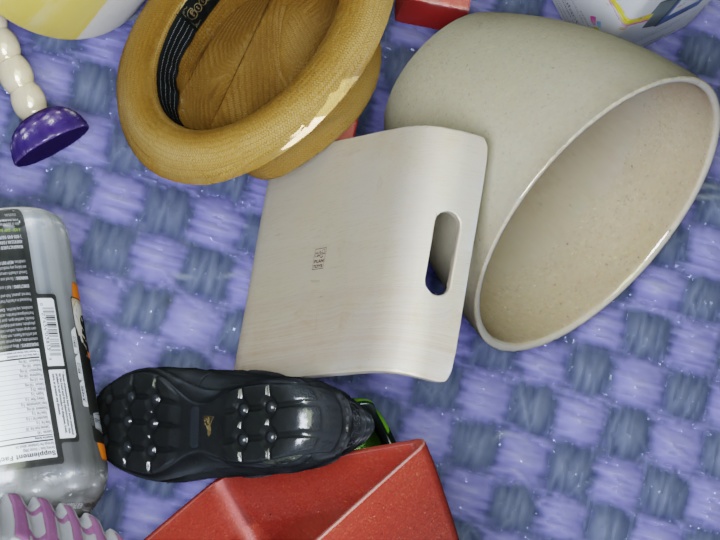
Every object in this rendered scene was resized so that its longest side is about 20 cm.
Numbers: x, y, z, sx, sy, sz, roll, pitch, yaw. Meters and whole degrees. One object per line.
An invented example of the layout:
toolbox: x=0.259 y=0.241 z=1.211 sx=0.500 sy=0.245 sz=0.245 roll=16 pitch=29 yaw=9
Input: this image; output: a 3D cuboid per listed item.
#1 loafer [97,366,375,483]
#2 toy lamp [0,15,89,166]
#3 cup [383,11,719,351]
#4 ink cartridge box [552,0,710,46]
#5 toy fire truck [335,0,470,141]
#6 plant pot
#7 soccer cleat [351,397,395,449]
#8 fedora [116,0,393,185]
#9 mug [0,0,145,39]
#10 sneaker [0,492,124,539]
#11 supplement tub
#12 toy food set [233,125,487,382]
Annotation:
loafer: x=-0.077 y=0.091 z=1.622 sx=0.070 sy=0.200 sz=0.069 roll=10 pitch=81 yaw=-45
toy lamp: x=-0.230 y=-0.164 z=1.697 sx=0.058 sy=0.058 sz=0.201 roll=-28 pitch=85 yaw=-14
cup: x=0.097 y=-0.075 z=1.683 sx=0.200 sy=0.201 sz=0.143 roll=-39 pitch=62 yaw=-14
ink cartridge box: x=0.162 y=-0.224 z=1.702 sx=0.087 sy=0.200 sz=0.146 roll=-25 pitch=85 yaw=-13
toy fire truck: x=-0.039 y=-0.143 z=1.730 sx=0.199 sy=0.049 sz=0.142 roll=14 pitch=77 yaw=-6
plant pot: x=-0.042 y=0.231 z=1.571 sx=0.200 sy=0.199 sz=0.177 roll=-39 pitch=106 yaw=-37
soccer cleat: x=0.016 y=0.171 z=1.661 sx=0.067 sy=0.081 sz=0.201 roll=-18 pitch=83 yaw=-13
fedora: x=-0.048 y=-0.121 z=1.637 sx=0.201 sy=0.200 sz=0.082 roll=-57 pitch=136 yaw=-14
mug: x=-0.157 y=-0.220 z=1.641 sx=0.149 sy=0.153 sz=0.187 roll=37 pitch=54 yaw=-18
sneaker: x=-0.218 y=0.168 z=1.520 sx=0.199 sy=0.081 sz=0.089 roll=11 pitch=103 yaw=-7
supplement tub: x=-0.214 y=0.073 z=1.620 sx=0.122 sy=0.123 sz=0.202 roll=-8 pitch=81 yaw=-11
toy food set: x=0.000 y=0.000 z=1.635 sx=0.060 sy=0.199 sz=0.145 roll=18 pitch=75 yaw=-32
